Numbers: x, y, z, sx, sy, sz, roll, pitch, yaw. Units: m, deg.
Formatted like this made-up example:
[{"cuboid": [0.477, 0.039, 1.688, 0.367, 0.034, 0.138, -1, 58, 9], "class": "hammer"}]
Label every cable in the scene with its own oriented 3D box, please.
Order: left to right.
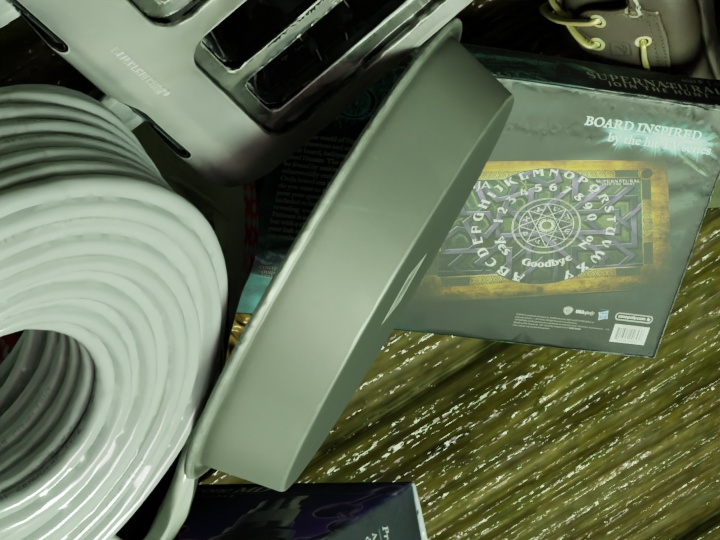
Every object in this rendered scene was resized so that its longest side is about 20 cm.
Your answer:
[{"cuboid": [-0.133, 0.037, 0.743, 0.199, 0.069, 0.201, -7, 129, -47], "class": "cable"}]

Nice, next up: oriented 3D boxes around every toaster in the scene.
[{"cuboid": [-0.046, -0.145, 0.761, 0.200, 0.119, 0.181, -39, 147, 5], "class": "toaster"}]

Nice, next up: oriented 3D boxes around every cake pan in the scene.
[{"cuboid": [0.000, 0.000, 0.855, 0.201, 0.037, 0.200, -59, 176, -8], "class": "cake pan"}]

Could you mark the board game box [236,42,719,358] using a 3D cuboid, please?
[{"cuboid": [0.051, -0.032, 0.977, 0.199, 0.028, 0.136, 7, 123, -14], "class": "board game box"}]

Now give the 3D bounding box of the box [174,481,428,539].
[{"cuboid": [-0.075, 0.166, 0.956, 0.200, 0.147, 0.105, -25, 108, -58], "class": "box"}]

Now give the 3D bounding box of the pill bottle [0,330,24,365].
[{"cuboid": [-0.185, 0.007, 0.823, 0.116, 0.116, 0.200, -34, 146, -3], "class": "pill bottle"}]

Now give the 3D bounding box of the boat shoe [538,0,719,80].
[{"cuboid": [0.113, -0.114, 0.981, 0.059, 0.072, 0.200, -40, 152, 1], "class": "boat shoe"}]

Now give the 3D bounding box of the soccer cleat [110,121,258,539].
[{"cuboid": [-0.078, 0.019, 0.891, 0.068, 0.085, 0.201, 11, 87, -10], "class": "soccer cleat"}]

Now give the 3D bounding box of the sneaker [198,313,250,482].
[{"cuboid": [-0.103, 0.082, 0.994, 0.200, 0.075, 0.090, -29, 168, -35], "class": "sneaker"}]

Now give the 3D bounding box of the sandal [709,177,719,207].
[{"cuboid": [0.090, -0.014, 1.055, 0.200, 0.058, 0.080, -14, 170, -11], "class": "sandal"}]
